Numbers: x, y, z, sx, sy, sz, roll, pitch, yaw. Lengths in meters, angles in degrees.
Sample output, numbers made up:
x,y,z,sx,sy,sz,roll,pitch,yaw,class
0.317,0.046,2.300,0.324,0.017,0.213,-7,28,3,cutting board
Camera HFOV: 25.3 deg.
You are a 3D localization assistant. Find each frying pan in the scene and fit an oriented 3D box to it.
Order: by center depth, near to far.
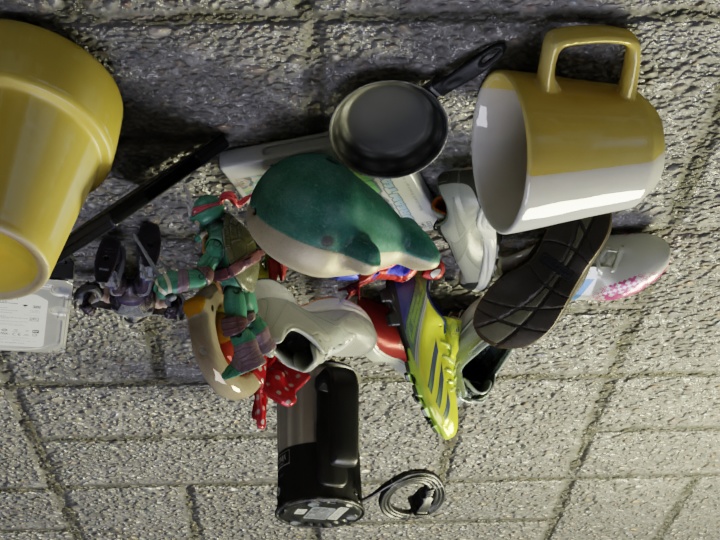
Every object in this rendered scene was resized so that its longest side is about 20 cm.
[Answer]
x,y,z,sx,sy,sz,roll,pitch,yaw,class
0.042,-0.162,1.496,0.114,0.031,0.191,18,127,-18,frying pan

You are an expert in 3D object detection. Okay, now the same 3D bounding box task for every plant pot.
x,y,z,sx,sy,sz,roll,pitch,yaw,class
-0.322,-0.087,1.422,0.198,0.191,0.201,4,148,2,plant pot

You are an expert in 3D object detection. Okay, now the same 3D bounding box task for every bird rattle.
x,y,z,sx,sy,sz,roll,pitch,yaw,class
-0.144,0.083,1.783,0.112,0.202,0.163,-8,-175,24,bird rattle

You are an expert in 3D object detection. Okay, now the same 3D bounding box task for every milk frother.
x,y,z,sx,sy,sz,roll,pitch,yaw,class
-0.003,0.226,2.077,0.199,0.190,0.180,17,148,-33,milk frother

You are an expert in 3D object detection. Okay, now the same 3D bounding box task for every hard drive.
x,y,z,sx,sy,sz,roll,pitch,yaw,class
-0.403,0.038,1.853,0.138,0.038,0.200,4,151,-12,hard drive

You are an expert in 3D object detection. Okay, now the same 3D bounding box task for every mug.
x,y,z,sx,sy,sz,roll,pitch,yaw,class
0.202,-0.119,1.478,0.151,0.151,0.187,-3,161,-15,mug

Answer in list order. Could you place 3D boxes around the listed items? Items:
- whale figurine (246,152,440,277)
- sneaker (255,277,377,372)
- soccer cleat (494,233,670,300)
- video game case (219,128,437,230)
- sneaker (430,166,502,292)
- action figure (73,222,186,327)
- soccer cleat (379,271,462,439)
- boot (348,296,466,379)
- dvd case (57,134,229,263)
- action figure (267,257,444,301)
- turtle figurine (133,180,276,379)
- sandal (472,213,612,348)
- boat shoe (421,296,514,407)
x,y,z,sx,sy,sz,roll,pitch,yaw,class
-0.011,-0.054,1.567,0.198,0.159,0.105,10,111,-26,whale figurine
-0.052,0.078,1.740,0.199,0.092,0.076,15,126,-43,sneaker
0.241,-0.004,1.775,0.198,0.071,0.086,-14,149,23,soccer cleat
-0.026,-0.081,1.658,0.180,0.024,0.200,-9,152,15,video game case
0.113,-0.048,1.693,0.078,0.075,0.201,6,147,5,sneaker
-0.258,0.021,1.796,0.129,0.070,0.200,-4,156,-7,action figure
0.086,0.093,1.834,0.083,0.202,0.065,-18,-177,-6,soccer cleat
0.080,0.063,1.907,0.143,0.073,0.200,-23,148,24,boot
-0.225,-0.062,1.539,0.142,0.200,0.018,-28,99,37,dvd case
0.000,0.000,1.774,0.198,0.052,0.065,-4,164,-18,action figure
-0.144,0.000,1.601,0.100,0.202,0.150,-17,-172,28,turtle figurine
0.200,0.001,1.730,0.081,0.201,0.055,35,-166,8,sandal
0.126,0.116,1.880,0.069,0.072,0.202,5,136,-26,boat shoe
